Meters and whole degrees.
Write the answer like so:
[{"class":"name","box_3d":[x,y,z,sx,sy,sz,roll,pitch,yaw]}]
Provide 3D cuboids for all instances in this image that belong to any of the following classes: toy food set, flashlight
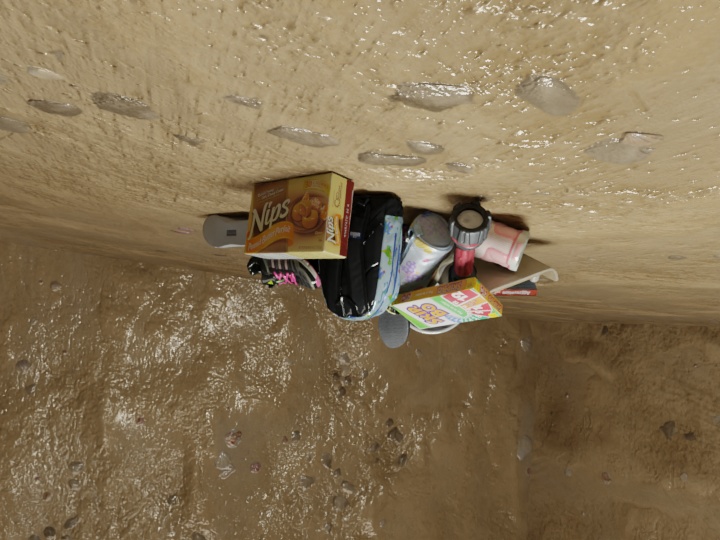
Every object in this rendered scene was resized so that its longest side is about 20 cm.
[{"class":"toy food set","box_3d":[0.273,0.016,1.106,0.195,0.062,0.143,-17,-151,-22]},{"class":"flashlight","box_3d":[0.174,-0.024,0.912,0.068,0.067,0.202,42,157,30]}]

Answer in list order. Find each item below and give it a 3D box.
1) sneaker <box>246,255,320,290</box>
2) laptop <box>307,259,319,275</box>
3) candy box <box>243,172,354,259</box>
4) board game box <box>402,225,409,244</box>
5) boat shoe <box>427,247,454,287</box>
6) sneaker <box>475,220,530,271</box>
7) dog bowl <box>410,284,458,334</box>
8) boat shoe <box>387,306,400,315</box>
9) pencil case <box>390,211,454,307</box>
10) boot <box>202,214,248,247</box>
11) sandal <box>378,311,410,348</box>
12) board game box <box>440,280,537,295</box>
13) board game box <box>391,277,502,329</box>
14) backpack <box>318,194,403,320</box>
[{"class":"sneaker","box_3d":[-0.177,0.006,1.235,0.196,0.088,0.075,26,152,26]},{"class":"laptop","box_3d":[-0.071,-0.027,1.365,0.173,0.204,0.104,11,135,-30]},{"class":"candy box","box_3d":[-0.101,-0.081,0.876,0.196,0.119,0.055,0,171,43]},{"class":"board game box","box_3d":[0.148,-0.062,1.177,0.194,0.033,0.120,8,176,-10]},{"class":"boat shoe","box_3d":[0.135,-0.027,1.105,0.070,0.077,0.201,13,143,-13]},{"class":"sneaker","box_3d":[0.249,-0.051,1.005,0.102,0.077,0.200,21,-174,17]},{"class":"dog bowl","box_3d":[0.165,0.047,1.322,0.194,0.207,0.079,7,177,0]},{"class":"boat shoe","box_3d":[0.084,0.063,1.153,0.198,0.062,0.071,7,165,43]},{"class":"pencil case","box_3d":[0.099,-0.013,1.015,0.089,0.084,0.202,-19,152,-31]},{"class":"boot","box_3d":[-0.266,-0.083,1.246,0.196,0.076,0.094,11,-174,40]},{"class":"sandal","box_3d":[0.077,0.077,1.254,0.074,0.206,0.043,2,-164,24]},{"class":"board game box","box_3d":[0.261,0.013,1.161,0.193,0.104,0.020,1,129,2]},{"class":"board game box","box_3d":[0.144,0.063,0.987,0.197,0.031,0.095,-13,139,44]},{"class":"backpack","box_3d":[0.001,-0.017,0.948,0.159,0.207,0.153,2,174,27]}]
